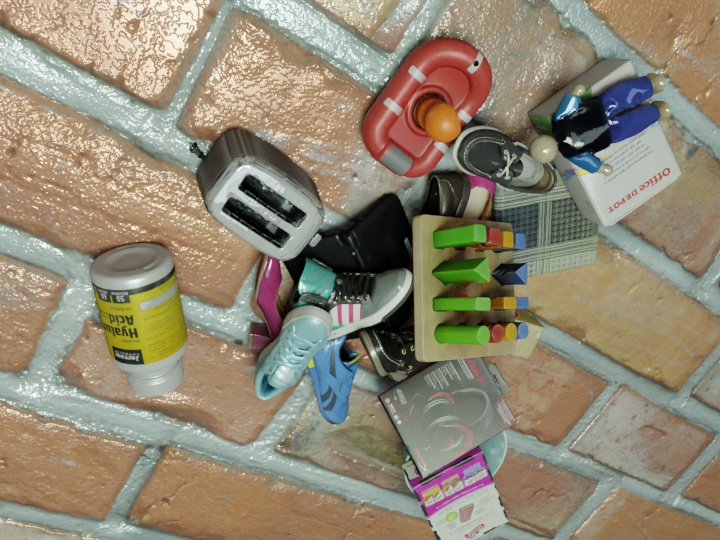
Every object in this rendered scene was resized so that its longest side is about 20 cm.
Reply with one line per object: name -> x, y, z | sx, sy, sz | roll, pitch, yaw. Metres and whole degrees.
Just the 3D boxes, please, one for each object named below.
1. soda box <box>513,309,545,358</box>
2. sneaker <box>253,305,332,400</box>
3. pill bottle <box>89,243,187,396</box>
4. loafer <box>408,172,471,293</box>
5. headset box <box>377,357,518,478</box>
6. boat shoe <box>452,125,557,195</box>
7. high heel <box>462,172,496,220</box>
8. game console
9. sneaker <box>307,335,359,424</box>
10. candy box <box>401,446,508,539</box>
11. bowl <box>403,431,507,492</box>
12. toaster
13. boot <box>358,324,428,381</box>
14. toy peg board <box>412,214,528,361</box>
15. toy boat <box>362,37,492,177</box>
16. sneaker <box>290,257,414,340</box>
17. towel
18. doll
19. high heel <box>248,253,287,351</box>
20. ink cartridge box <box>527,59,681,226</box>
soda box -> 0.214, 0.089, 1.118 | 0.198, 0.064, 0.068 | 16, 111, -25
sneaker -> -0.099, 0.131, 0.948 | 0.073, 0.083, 0.200 | 21, 136, -16
pill bottle -> -0.305, 0.073, 0.915 | 0.110, 0.111, 0.202 | -10, 119, -13
loafer -> 0.103, -0.057, 0.988 | 0.071, 0.073, 0.202 | 11, 95, -34
headset box -> 0.148, 0.222, 1.065 | 0.199, 0.075, 0.150 | -28, 79, -6
boat shoe -> 0.212, -0.152, 0.935 | 0.199, 0.060, 0.074 | 14, 110, -44
high heel -> 0.174, -0.076, 0.998 | 0.067, 0.096, 0.201 | 18, 110, -25
game console -> 0.000, 0.000, 1.029 | 0.176, 0.116, 0.201 | -44, 127, -27
sneaker -> -0.035, 0.179, 1.069 | 0.077, 0.066, 0.202 | -4, 123, 12
candy box -> 0.169, 0.393, 1.142 | 0.135, 0.061, 0.201 | -25, 121, -4
bowl -> 0.158, 0.311, 1.191 | 0.198, 0.105, 0.203 | -7, 119, -13
toaster -> -0.136, -0.103, 0.867 | 0.199, 0.129, 0.114 | 36, 101, -29
boot -> 0.088, 0.102, 0.979 | 0.150, 0.074, 0.200 | -29, 153, 8
toy peg board -> 0.179, 0.024, 0.918 | 0.198, 0.097, 0.203 | 2, 86, -38
toy boat -> 0.100, -0.214, 0.883 | 0.130, 0.131, 0.201 | 30, 105, -29
sneaker -> -0.029, 0.023, 0.935 | 0.199, 0.084, 0.121 | -28, 125, 34
towel -> 0.310, -0.081, 1.083 | 0.198, 0.035, 0.195 | -10, 116, -10
doll -> 0.331, -0.199, 0.908 | 0.198, 0.048, 0.138 | -23, 107, -2
high heel -> -0.115, 0.049, 0.988 | 0.095, 0.068, 0.201 | 6, 130, -10
ink cartridge box -> 0.371, -0.193, 0.987 | 0.144, 0.084, 0.201 | -34, 109, 2
